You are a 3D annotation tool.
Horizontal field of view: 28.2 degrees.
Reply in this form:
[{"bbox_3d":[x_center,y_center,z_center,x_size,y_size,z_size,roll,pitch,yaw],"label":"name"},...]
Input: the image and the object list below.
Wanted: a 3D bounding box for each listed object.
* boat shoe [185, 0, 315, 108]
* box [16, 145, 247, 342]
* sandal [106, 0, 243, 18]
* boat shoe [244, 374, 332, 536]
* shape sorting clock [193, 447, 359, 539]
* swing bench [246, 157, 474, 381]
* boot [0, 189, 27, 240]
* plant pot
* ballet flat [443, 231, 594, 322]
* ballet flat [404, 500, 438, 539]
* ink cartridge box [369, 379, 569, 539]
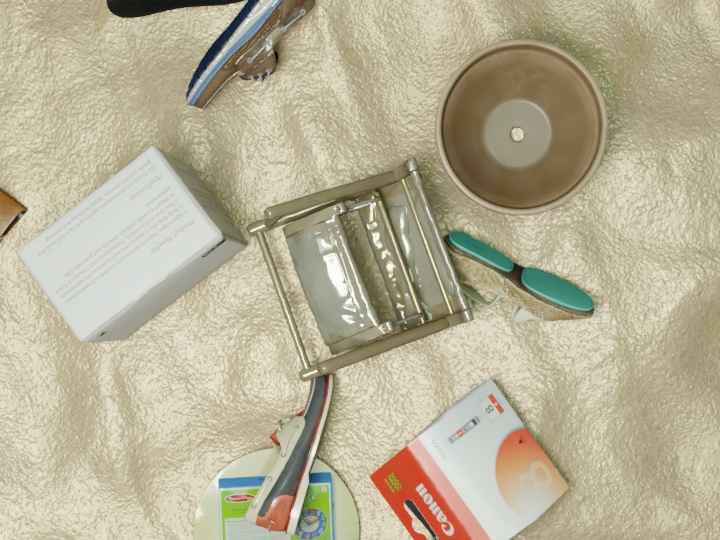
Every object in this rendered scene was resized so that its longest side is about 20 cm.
[{"bbox_3d":[-0.130,-0.262,1.705,0.072,0.072,0.200,35,109,-21],"label":"boat shoe"},{"bbox_3d":[-0.256,-0.026,1.650,0.199,0.200,0.131,-37,86,2],"label":"box"},{"bbox_3d":[-0.209,-0.350,1.717,0.199,0.075,0.048,-8,71,3],"label":"sandal"},{"bbox_3d":[-0.079,0.209,1.680,0.062,0.071,0.201,15,69,5],"label":"boat shoe"},{"bbox_3d":[-0.100,0.313,1.716,0.198,0.039,0.202,0,93,-6],"label":"shape sorting clock"},{"bbox_3d":[0.000,0.000,1.667,0.199,0.130,0.200,-19,87,-16],"label":"swing bench"},{"bbox_3d":[-0.538,-0.073,1.748,0.188,0.068,0.200,-45,95,-6],"label":"boot"},{"bbox_3d":[0.187,-0.164,1.678,0.199,0.093,0.202,0,90,4],"label":"plant pot"},{"bbox_3d":[0.179,0.022,1.700,0.199,0.071,0.066,28,118,6],"label":"ballet flat"},{"bbox_3d":[0.124,0.311,1.683,0.073,0.073,0.200,-39,85,2],"label":"ballet flat"},{"bbox_3d":[0.127,0.241,1.645,0.200,0.050,0.163,-34,87,-40],"label":"ink cartridge box"}]
